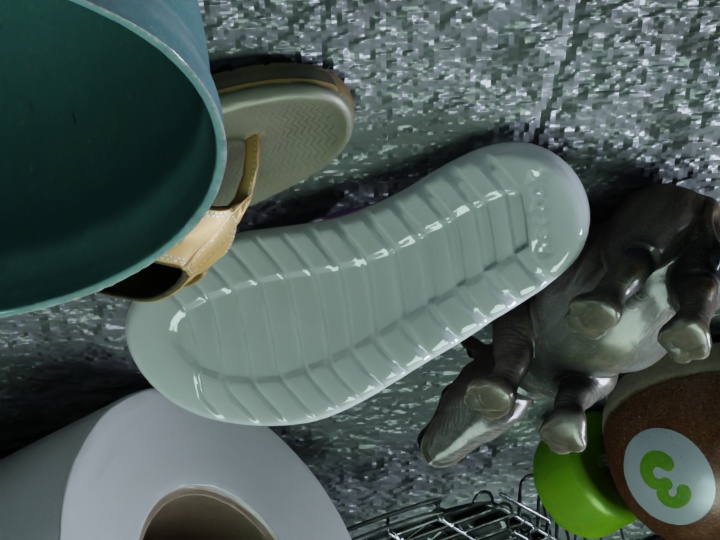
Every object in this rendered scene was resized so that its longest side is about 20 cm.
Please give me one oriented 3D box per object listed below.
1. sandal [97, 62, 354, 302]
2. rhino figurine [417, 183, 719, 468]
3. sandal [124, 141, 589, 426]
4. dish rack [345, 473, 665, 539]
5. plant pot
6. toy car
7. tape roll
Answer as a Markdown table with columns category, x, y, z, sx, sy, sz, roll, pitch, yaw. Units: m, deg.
| category | x | y | z | sx | sy | sz | roll | pitch | yaw |
| --- | --- | --- | --- | --- | --- | --- | --- | --- | --- |
| sandal | -0.090 | -0.013 | 1.056 | 0.200 | 0.054 | 0.080 | -24 | 153 | -3 |
| rhino figurine | 0.082 | 0.031 | 1.161 | 0.060 | 0.087 | 0.200 | 39 | 138 | -10 |
| sandal | 0.003 | 0.007 | 1.134 | 0.203 | 0.083 | 0.050 | -19 | -170 | 21 |
| dish rack | 0.061 | 0.150 | 1.394 | 0.153 | 0.055 | 0.200 | -25 | 142 | 30 |
| plant pot | -0.143 | -0.089 | 0.870 | 0.200 | 0.134 | 0.200 | -3 | 149 | -2 |
| toy car | 0.184 | 0.139 | 1.240 | 0.158 | 0.200 | 0.164 | 19 | 143 | -35 |
| tape roll | -0.106 | 0.168 | 1.254 | 0.139 | 0.203 | 0.203 | -26 | 143 | 33 |
